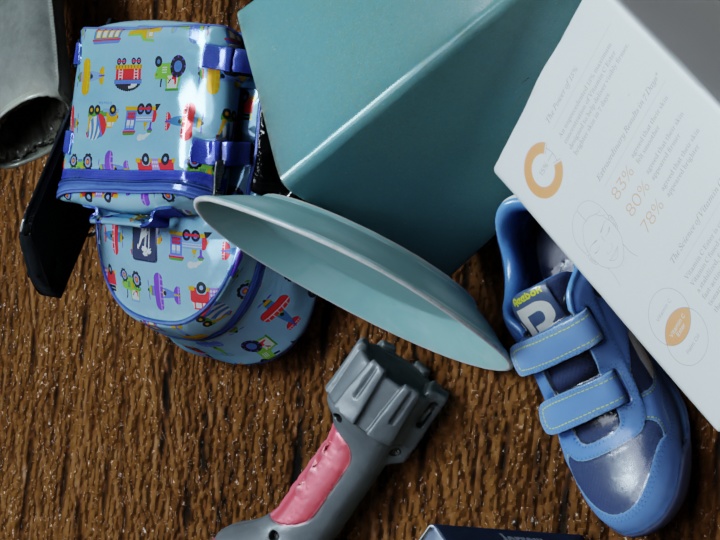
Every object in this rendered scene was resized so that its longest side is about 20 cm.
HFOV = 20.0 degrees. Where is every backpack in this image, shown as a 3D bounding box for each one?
[{"bbox_3d":[-0.101,-0.047,1.276,0.182,0.134,0.202,11,92,44],"label":"backpack"}]

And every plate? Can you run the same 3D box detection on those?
[{"bbox_3d":[0.000,0.000,1.134,0.199,0.200,0.026,19,77,43],"label":"plate"}]

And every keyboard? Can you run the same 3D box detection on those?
[{"bbox_3d":[-0.192,-0.067,1.349,0.039,0.105,0.201,4,48,15],"label":"keyboard"}]

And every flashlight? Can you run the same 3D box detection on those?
[{"bbox_3d":[-0.033,0.130,1.222,0.201,0.067,0.068,-58,47,20],"label":"flashlight"}]

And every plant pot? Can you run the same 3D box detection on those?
[{"bbox_3d":[0.060,-0.127,1.128,0.200,0.141,0.142,-38,45,23],"label":"plant pot"}]

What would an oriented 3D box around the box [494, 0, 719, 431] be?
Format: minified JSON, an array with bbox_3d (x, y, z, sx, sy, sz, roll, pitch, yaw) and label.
[{"bbox_3d":[0.177,-0.037,1.017,0.200,0.097,0.125,52,130,33],"label":"box"}]

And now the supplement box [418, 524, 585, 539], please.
[{"bbox_3d":[0.079,0.272,1.043,0.200,0.134,0.201,49,114,37],"label":"supplement box"}]

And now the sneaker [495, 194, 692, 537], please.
[{"bbox_3d":[0.117,0.045,1.089,0.074,0.082,0.202,-28,66,34],"label":"sneaker"}]

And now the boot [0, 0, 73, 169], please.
[{"bbox_3d":[-0.249,-0.164,1.449,0.182,0.072,0.202,135,129,-57],"label":"boot"}]
